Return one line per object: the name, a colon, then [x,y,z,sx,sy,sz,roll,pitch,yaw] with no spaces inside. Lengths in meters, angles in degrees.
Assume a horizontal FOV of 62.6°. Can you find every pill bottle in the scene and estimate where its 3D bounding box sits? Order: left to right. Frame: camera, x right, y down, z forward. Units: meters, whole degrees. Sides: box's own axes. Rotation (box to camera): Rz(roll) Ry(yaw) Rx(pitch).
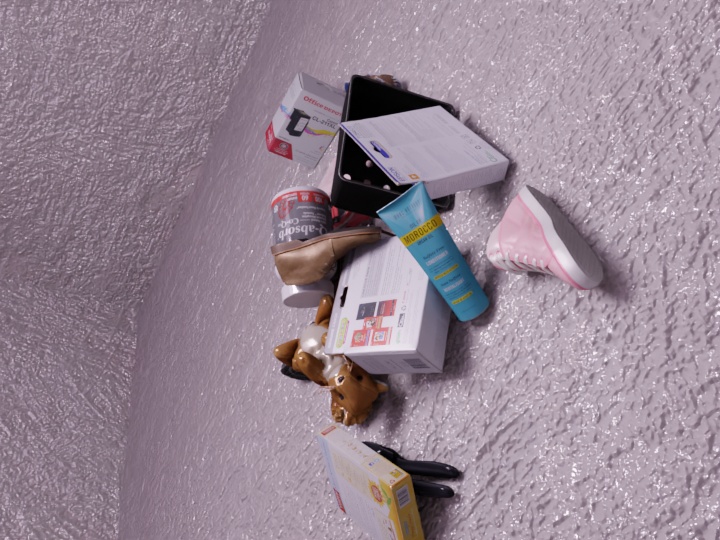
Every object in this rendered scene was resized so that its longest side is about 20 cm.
pill bottle: [-0.102,-0.041,1.086,0.116,0.114,0.203,-34,57,50]

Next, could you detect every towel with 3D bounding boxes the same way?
towel: [-0.024,-0.251,1.323,0.199,0.032,0.193,-19,45,58]

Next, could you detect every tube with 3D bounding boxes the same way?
tube: [0.109,-0.022,0.836,0.077,0.201,0.050,-33,11,14]

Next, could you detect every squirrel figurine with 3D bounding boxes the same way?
squirrel figurine: [-0.025,0.180,1.013,0.141,0.201,0.186,-41,45,-10]

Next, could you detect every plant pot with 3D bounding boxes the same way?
plant pot: [0.039,-0.195,1.070,0.177,0.197,0.203,141,139,-65]

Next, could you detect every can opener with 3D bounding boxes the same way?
can opener: [0.065,0.301,0.873,0.199,0.078,0.064,-3,64,51]

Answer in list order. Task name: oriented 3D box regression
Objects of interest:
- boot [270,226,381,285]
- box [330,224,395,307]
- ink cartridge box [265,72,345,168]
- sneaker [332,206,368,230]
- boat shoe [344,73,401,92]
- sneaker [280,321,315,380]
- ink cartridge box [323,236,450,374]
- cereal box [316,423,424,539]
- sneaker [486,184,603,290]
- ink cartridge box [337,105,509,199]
boot: [-0.051,-0.026,0.972,0.197,0.073,0.077,-14,89,23]
box: [0.000,0.000,1.115,0.199,0.099,0.076,-35,46,50]
ink cartridge box: [-0.139,-0.385,1.533,0.201,0.144,0.084,-51,36,35]
sneaker: [-0.058,-0.088,1.264,0.199,0.086,0.075,-29,57,42]
boat shoe: [0.049,-0.377,1.248,0.072,0.073,0.199,-38,50,-17]
sneaker: [-0.101,0.162,1.257,0.200,0.075,0.092,-43,30,34]
ink cartridge box: [0.049,0.052,0.926,0.174,0.084,0.203,-8,57,36]
cereal box: [0.013,0.328,0.876,0.199,0.039,0.146,16,124,55]
sneaker: [0.222,-0.017,0.743,0.105,0.075,0.201,-53,26,25]
ink cartridge box: [0.091,-0.183,0.912,0.200,0.197,0.041,54,149,41]
